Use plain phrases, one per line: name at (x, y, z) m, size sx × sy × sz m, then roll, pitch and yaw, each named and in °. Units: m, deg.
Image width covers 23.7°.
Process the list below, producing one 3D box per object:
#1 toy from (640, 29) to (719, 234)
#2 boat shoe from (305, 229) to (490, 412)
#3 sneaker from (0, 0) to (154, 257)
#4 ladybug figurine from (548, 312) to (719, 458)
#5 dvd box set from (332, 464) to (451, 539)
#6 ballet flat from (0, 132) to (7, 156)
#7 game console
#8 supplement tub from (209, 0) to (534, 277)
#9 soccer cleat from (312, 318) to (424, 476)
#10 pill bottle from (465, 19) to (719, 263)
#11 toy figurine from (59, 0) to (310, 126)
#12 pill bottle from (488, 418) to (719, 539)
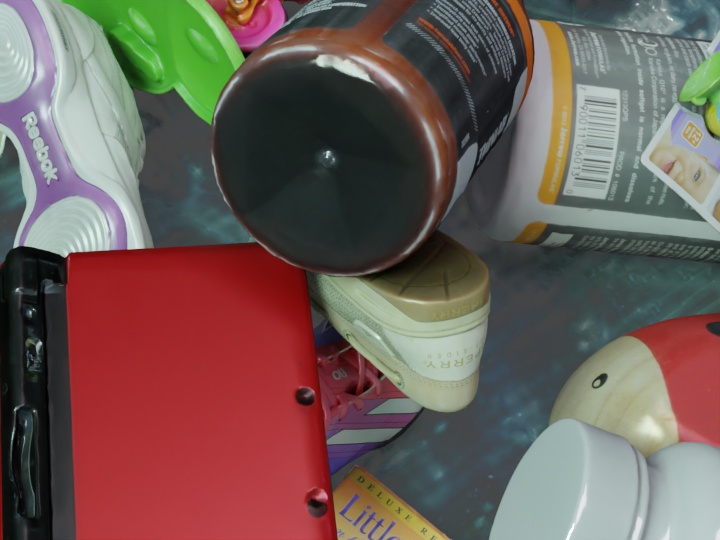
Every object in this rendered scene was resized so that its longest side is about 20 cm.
toy at (0.239, -0.033, 0.833) m, size 0.200 × 0.047 × 0.115 m, roll 40°, pitch 63°, yaw -9°
boat shoe at (0.000, 0.000, 0.794) m, size 0.072 × 0.065 × 0.200 m, roll -15°, pitch 28°, yaw -20°
sneaker at (-0.127, -0.042, 0.835) m, size 0.074 × 0.099 × 0.201 m, roll -17°, pitch 83°, yaw 23°
ladybug figurine at (0.194, 0.077, 0.854) m, size 0.199 × 0.072 × 0.137 m, roll -4°, pitch 61°, yaw -17°
dvd box set at (-0.007, 0.202, 0.751) m, size 0.146 × 0.029 × 0.200 m, roll 38°, pitch 59°, yaw 8°
ballet flat at (-0.209, -0.056, 0.831) m, size 0.063 × 0.069 × 0.201 m, roll 26°, pitch 57°, yaw -15°
game console at (-0.109, 0.100, 0.730) m, size 0.118 × 0.172 × 0.201 m, roll 15°, pitch 54°, yaw -34°
supplement tub at (0.017, -0.084, 0.766) m, size 0.107 × 0.107 × 0.200 m, roll 31°, pitch 33°, yaw 4°
soccer cleat at (-0.018, 0.060, 0.807) m, size 0.068 × 0.073 × 0.200 m, roll 44°, pitch 59°, yaw 12°
pill bottle at (0.162, -0.065, 0.904) m, size 0.199 × 0.117 × 0.117 m, roll 5°, pitch 59°, yaw -13°
toy figurine at (-0.052, -0.186, 0.880) m, size 0.184 × 0.151 × 0.200 m, roll -36°, pitch 62°, yaw -23°
pill bottle at (0.161, 0.145, 0.756) m, size 0.199 × 0.120 × 0.120 m, roll 24°, pitch 56°, yaw -13°
